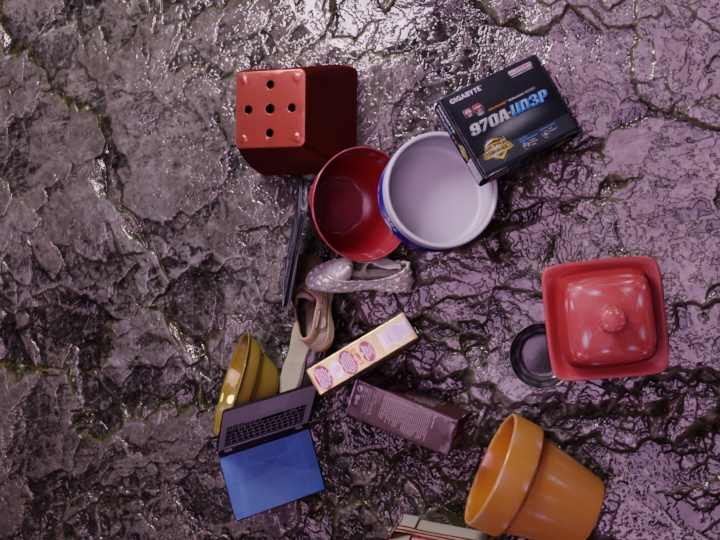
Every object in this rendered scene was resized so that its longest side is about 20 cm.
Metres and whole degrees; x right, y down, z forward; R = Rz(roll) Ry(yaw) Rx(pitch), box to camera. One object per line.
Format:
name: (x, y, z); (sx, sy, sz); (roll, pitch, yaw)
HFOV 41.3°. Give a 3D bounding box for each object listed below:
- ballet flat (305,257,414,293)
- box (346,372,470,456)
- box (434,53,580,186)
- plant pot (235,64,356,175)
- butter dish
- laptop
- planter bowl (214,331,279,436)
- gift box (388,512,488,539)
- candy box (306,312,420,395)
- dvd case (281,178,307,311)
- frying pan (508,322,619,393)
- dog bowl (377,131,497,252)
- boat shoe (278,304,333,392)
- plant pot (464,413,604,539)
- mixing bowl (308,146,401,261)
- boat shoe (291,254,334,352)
ballet flat: (0.000, 0.000, 1.721); (0.198, 0.072, 0.072); (1, 91, -4)
box: (0.086, 0.255, 1.708); (0.199, 0.100, 0.075); (19, 97, 20)
box: (0.249, -0.256, 1.621); (0.199, 0.046, 0.160); (-26, 80, -13)
plant pot: (-0.130, -0.282, 1.736); (0.199, 0.176, 0.201); (1, 91, 20)
butter dish: (0.404, 0.080, 1.554); (0.198, 0.148, 0.202); (-6, 88, 7)
laptop: (-0.154, 0.329, 1.737); (0.116, 0.186, 0.201); (56, 147, 34)
planter bowl: (-0.205, 0.223, 1.793); (0.083, 0.200, 0.202); (19, 98, -14)
gift box: (0.116, 0.513, 1.626); (0.185, 0.185, 0.201); (7, 90, 11)
candy box: (0.008, 0.151, 1.700); (0.199, 0.115, 0.056); (-30, 80, 2)
dvd case: (-0.119, -0.047, 1.729); (0.016, 0.149, 0.201); (9, 114, -8)
frying pan: (0.351, 0.148, 1.647); (0.189, 0.031, 0.116); (2, 94, 8)
dog bowl: (0.132, -0.134, 1.651); (0.199, 0.079, 0.202); (1, 84, -10)
boat shoe: (-0.092, 0.145, 1.793); (0.073, 0.063, 0.203); (10, 80, 48)
plant pot: (0.298, 0.370, 1.597); (0.182, 0.200, 0.201); (25, 99, 1)
mixing bowl: (-0.016, -0.118, 1.711); (0.108, 0.199, 0.202); (7, 94, 63)
boat shoe: (-0.091, 0.049, 1.751); (0.071, 0.064, 0.201); (-26, 54, 22)
